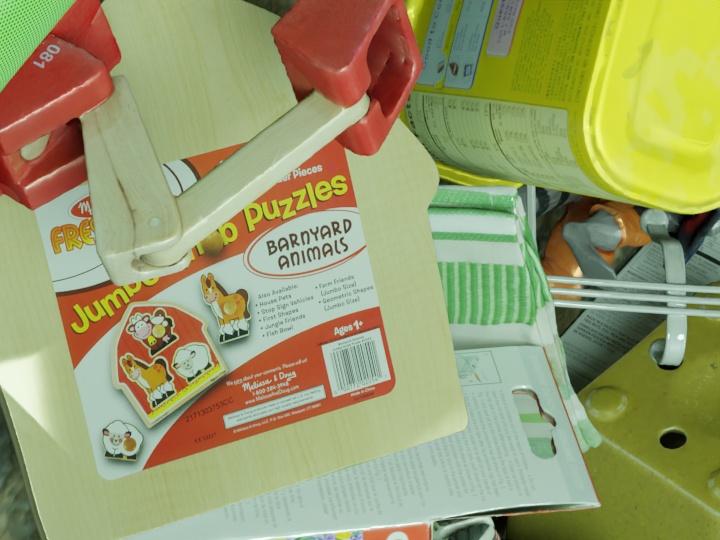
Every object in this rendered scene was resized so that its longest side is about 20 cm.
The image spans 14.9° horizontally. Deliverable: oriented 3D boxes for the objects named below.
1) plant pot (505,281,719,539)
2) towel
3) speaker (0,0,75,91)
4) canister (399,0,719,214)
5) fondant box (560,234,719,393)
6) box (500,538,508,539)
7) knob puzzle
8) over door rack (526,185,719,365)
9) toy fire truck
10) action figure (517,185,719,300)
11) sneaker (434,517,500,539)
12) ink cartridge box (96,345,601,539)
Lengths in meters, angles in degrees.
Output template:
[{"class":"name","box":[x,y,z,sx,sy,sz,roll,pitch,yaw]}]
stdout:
[{"class":"plant pot","box":[0.192,0.125,1.384,0.195,0.194,0.201,-37,139,-23]},{"class":"towel","box":[0.015,0.025,1.167,0.200,0.152,0.024,68,29,-54]},{"class":"speaker","box":[-0.111,-0.126,0.885,0.200,0.088,0.089,-53,150,-16]},{"class":"canister","box":[0.088,-0.100,1.083,0.086,0.200,0.149,16,90,-23]},{"class":"fondant box","box":[0.188,0.038,1.539,0.200,0.058,0.145,-45,147,-26]},{"class":"box","box":[0.029,0.220,1.320,0.200,0.050,0.198,-54,-165,-12]},{"class":"knob puzzle","box":[-0.063,-0.013,1.038,0.218,0.030,0.221,-2,94,-23]},{"class":"over door rack","box":[0.137,-0.054,1.231,0.067,0.147,0.201,121,-28,-76]},{"class":"toy fire truck","box":[-0.088,-0.039,0.937,0.200,0.141,0.049,-51,149,-20]},{"class":"action figure","box":[0.140,-0.058,1.337,0.194,0.104,0.200,-47,173,-34]},{"class":"sneaker","box":[-0.010,0.183,1.248,0.200,0.077,0.085,-41,118,2]},{"class":"ink cartridge box","box":[-0.015,0.086,1.090,0.199,0.109,0.051,-5,125,-8]}]
